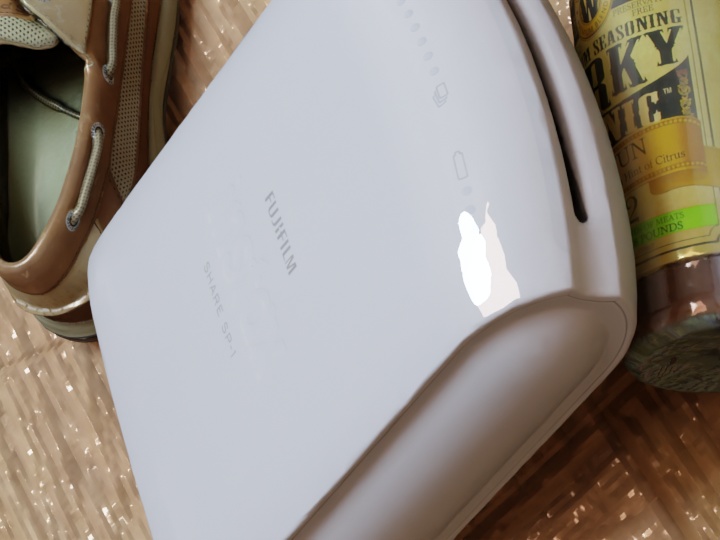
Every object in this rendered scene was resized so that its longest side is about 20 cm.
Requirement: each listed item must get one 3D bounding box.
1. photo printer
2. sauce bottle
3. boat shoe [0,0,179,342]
[{"bbox_3d":[0.000,0.000,0.877,0.200,0.069,0.167,-50,45,38],"label":"photo printer"},{"bbox_3d":[0.095,-0.065,0.873,0.065,0.065,0.201,-22,61,29],"label":"sauce bottle"},{"bbox_3d":[-0.107,-0.078,1.012,0.075,0.074,0.201,-18,67,21],"label":"boat shoe"}]
